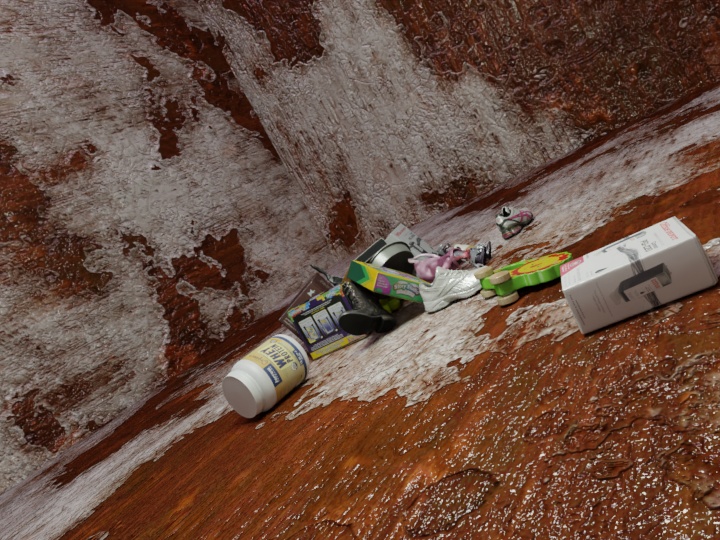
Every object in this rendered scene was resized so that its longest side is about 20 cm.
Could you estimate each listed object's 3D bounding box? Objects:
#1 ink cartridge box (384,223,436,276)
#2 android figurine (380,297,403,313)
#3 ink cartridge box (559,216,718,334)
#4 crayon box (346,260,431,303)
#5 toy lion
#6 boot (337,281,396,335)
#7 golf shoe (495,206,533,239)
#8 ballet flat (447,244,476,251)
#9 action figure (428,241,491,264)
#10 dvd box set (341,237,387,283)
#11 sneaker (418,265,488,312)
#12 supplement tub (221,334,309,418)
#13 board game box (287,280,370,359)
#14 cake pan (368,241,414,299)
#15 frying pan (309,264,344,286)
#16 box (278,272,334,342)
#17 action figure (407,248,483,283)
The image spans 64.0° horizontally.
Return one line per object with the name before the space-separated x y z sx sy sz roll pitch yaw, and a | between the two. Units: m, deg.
ink cartridge box | 0.169 -0.051 1.877 0.084 0.200 0.145 -53 -4 25
android figurine | 0.039 0.133 1.787 0.199 0.041 0.182 -28 7 7
ink cartridge box | 0.424 0.005 0.902 0.199 0.085 0.146 -25 8 22
crayon box | 0.087 0.034 1.581 0.199 0.059 0.172 14 7 -27
toy lion | 0.369 0.006 1.282 0.191 0.069 0.200 -23 6 -3
boot | -0.008 0.093 1.559 0.199 0.174 0.069 9 -57 -40
golf shoe | 0.516 -0.182 1.927 0.072 0.092 0.200 -25 6 42
ballet flat | 0.312 -0.052 1.931 0.199 0.063 0.069 -26 6 28
action figure | 0.297 -0.050 1.769 0.199 0.070 0.130 -3 1 30
dvd box set | 0.000 0.000 1.746 0.146 0.029 0.200 -40 -12 -33
sneaker | 0.237 0.027 1.476 0.199 0.100 0.078 -28 7 14
supplement tub | -0.242 0.270 1.481 0.144 0.145 0.200 -23 9 43
board game box | -0.090 0.147 1.678 0.199 0.166 0.057 -26 7 25
cake pan | 0.090 0.007 1.735 0.200 0.201 0.037 -32 51 -25
frying pan | -0.075 0.035 1.909 0.115 0.190 0.031 -5 56 59
box | -0.140 0.131 1.851 0.164 0.166 0.200 -48 5 6
action figure | 0.256 -0.026 1.666 0.134 0.149 0.200 -26 -10 -34
